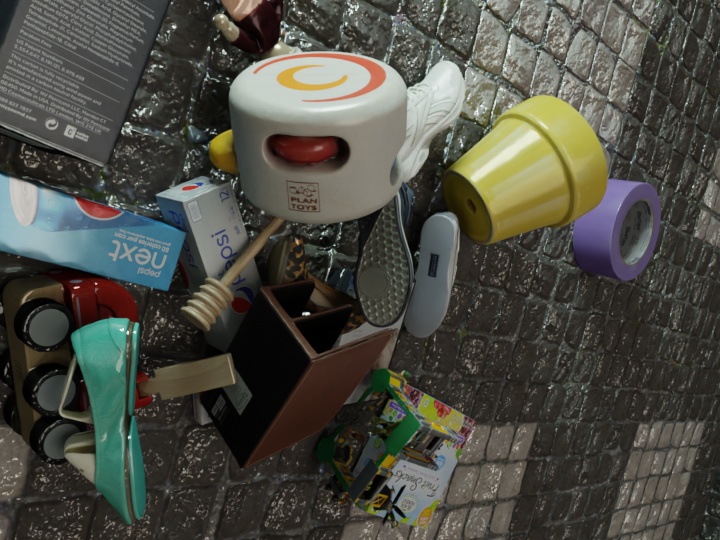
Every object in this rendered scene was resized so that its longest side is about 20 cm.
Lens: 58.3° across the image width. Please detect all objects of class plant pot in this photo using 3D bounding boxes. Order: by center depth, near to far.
[{"bbox_3d":[0.236,-0.137,0.988,0.189,0.201,0.201,-30,121,-15],"label":"plant pot"}]

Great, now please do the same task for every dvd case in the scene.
[{"bbox_3d":[0.010,0.101,0.936,0.143,0.018,0.200,5,103,-52],"label":"dvd case"}]

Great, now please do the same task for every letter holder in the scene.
[{"bbox_3d":[-0.071,0.111,0.742,0.142,0.101,0.200,-12,144,-46],"label":"letter holder"}]

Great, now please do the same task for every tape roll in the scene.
[{"bbox_3d":[0.527,-0.085,1.322,0.200,0.085,0.200,-13,110,-39],"label":"tape roll"}]

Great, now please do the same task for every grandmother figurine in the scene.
[{"bbox_3d":[-0.123,-0.290,0.709,0.121,0.061,0.200,-53,133,-26],"label":"grandmother figurine"}]

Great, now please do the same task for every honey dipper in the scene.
[{"bbox_3d":[-0.121,-0.022,0.711,0.200,0.038,0.038,-55,131,-24],"label":"honey dipper"}]

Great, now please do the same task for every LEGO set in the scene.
[{"bbox_3d":[0.046,0.251,0.928,0.116,0.154,0.200,32,91,-41],"label":"LEGO set"}]

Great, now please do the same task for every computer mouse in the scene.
[{"bbox_3d":[0.000,0.000,0.914,0.059,0.034,0.200,45,71,-38],"label":"computer mouse"}]

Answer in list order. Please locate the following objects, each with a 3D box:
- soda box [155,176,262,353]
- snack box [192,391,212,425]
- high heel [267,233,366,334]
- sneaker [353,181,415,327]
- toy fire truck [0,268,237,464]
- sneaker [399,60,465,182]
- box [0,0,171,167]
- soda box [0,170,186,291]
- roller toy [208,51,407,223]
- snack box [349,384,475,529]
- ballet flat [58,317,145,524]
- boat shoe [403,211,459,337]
[{"bbox_3d":[-0.164,-0.003,0.744,0.063,0.068,0.200,-31,121,-34],"label":"soda box"},{"bbox_3d":[-0.125,0.135,0.847,0.200,0.024,0.072,-14,112,-39],"label":"snack box"},{"bbox_3d":[-0.039,0.015,0.780,0.142,0.071,0.200,-3,146,-14],"label":"high heel"},{"bbox_3d":[0.034,-0.035,0.846,0.146,0.077,0.203,-34,122,-80],"label":"sneaker"},{"bbox_3d":[-0.246,0.086,0.664,0.200,0.129,0.176,-14,111,-44],"label":"toy fire truck"},{"bbox_3d":[0.072,-0.220,0.889,0.099,0.078,0.200,39,74,-37],"label":"sneaker"},{"bbox_3d":[-0.256,-0.205,0.551,0.107,0.148,0.200,21,88,-43],"label":"box"},{"bbox_3d":[-0.281,-0.039,0.634,0.200,0.064,0.068,19,89,-44],"label":"soda box"},{"bbox_3d":[-0.045,-0.139,0.689,0.200,0.182,0.140,-24,133,-29],"label":"roller toy"},{"bbox_3d":[0.084,0.303,1.051,0.169,0.068,0.200,34,81,-42],"label":"snack box"},{"bbox_3d":[-0.237,0.139,0.593,0.070,0.067,0.200,0,103,-12],"label":"ballet flat"},{"bbox_3d":[0.118,0.007,0.996,0.065,0.074,0.200,-27,136,-62],"label":"boat shoe"}]
